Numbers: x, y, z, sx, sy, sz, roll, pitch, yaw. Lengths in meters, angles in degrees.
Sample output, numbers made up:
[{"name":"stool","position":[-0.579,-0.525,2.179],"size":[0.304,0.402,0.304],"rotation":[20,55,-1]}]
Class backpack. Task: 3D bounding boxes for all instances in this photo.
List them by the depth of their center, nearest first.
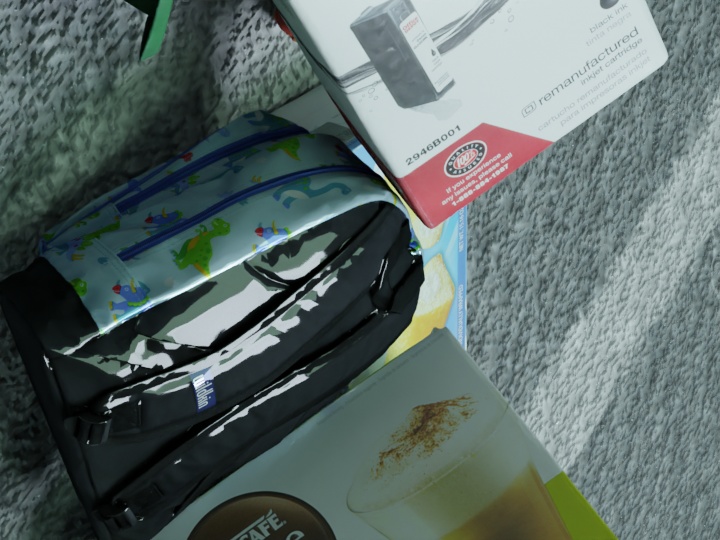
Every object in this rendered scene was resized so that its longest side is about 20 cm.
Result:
[{"name":"backpack","position":[-0.065,0.015,1.117],"size":[0.199,0.154,0.164],"rotation":[-24,135,-9]}]

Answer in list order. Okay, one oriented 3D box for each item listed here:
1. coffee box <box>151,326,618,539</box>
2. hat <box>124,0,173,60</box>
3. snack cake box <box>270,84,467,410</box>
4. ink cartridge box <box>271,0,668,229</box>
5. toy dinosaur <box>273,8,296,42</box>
[{"name":"coffee box","position":[0.026,0.190,1.196],"size":[0.199,0.198,0.200],"rotation":[-34,155,-9]},{"name":"hat","position":[-0.153,-0.189,0.982],"size":[0.200,0.175,0.167],"rotation":[124,-25,-70]},{"name":"snack cake box","position":[0.000,0.000,1.274],"size":[0.115,0.067,0.201],"rotation":[-34,133,-45]},{"name":"ink cartridge box","position":[0.037,-0.136,1.058],"size":[0.144,0.084,0.200],"rotation":[-35,140,-1]},{"name":"toy dinosaur","position":[0.007,-0.208,1.205],"size":[0.181,0.105,0.201],"rotation":[-34,93,-23]}]
